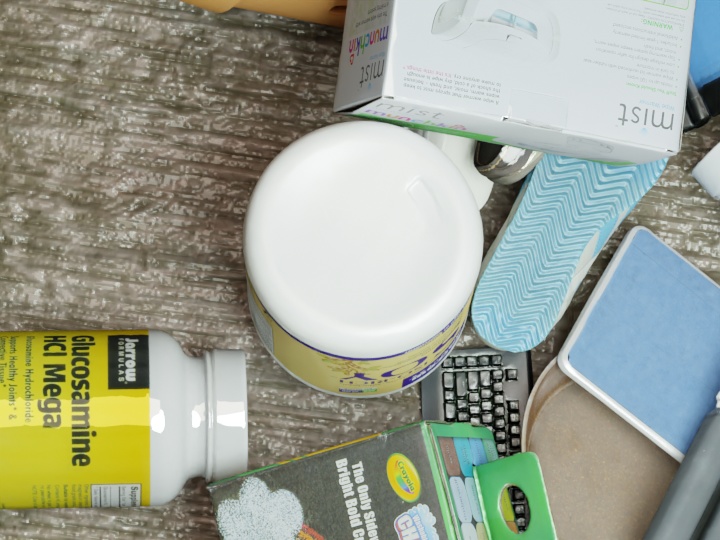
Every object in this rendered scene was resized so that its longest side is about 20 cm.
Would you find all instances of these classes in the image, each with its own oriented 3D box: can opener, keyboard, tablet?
[{"bbox_3d":[0.242,0.109,1.630,0.053,0.067,0.200,36,65,-12],"label":"can opener"},{"bbox_3d":[0.106,0.150,1.707,0.126,0.021,0.201,-2,80,-5],"label":"keyboard"},{"bbox_3d":[0.229,0.074,1.701,0.200,0.014,0.130,37,57,-7],"label":"tablet"}]

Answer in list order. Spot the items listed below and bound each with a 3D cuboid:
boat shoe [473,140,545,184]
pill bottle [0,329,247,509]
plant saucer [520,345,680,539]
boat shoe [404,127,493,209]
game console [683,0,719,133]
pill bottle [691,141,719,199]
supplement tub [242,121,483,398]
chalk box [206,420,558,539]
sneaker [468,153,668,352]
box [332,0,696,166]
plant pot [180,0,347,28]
[{"bbox_3d":[0.101,-0.154,1.683,0.073,0.074,0.201,23,73,-24],"label":"boat shoe"},{"bbox_3d":[-0.172,0.093,1.644,0.199,0.112,0.113,-1,79,-6],"label":"pill bottle"},{"bbox_3d":[0.179,0.140,1.673,0.199,0.034,0.201,15,59,-27],"label":"plant saucer"},{"bbox_3d":[0.062,-0.132,1.733,0.072,0.068,0.201,9,85,-43],"label":"boat shoe"},{"bbox_3d":[0.177,-0.191,1.729,0.175,0.116,0.201,-19,81,-9],"label":"game console"},{"bbox_3d":[0.317,-0.023,1.709,0.116,0.116,0.200,-42,86,-11],"label":"pill bottle"},{"bbox_3d":[0.000,0.000,1.629,0.144,0.200,0.146,0,77,-1],"label":"supplement tub"},{"bbox_3d":[0.028,0.166,1.607,0.199,0.124,0.126,-16,80,19],"label":"chalk box"},{"bbox_3d":[0.132,-0.038,1.704,0.076,0.081,0.200,35,86,-2],"label":"sneaker"},{"bbox_3d":[0.100,-0.167,1.593,0.199,0.097,0.178,9,85,-20],"label":"box"},{"bbox_3d":[-0.030,-0.245,1.693,0.139,0.200,0.201,23,78,-18],"label":"plant pot"}]
